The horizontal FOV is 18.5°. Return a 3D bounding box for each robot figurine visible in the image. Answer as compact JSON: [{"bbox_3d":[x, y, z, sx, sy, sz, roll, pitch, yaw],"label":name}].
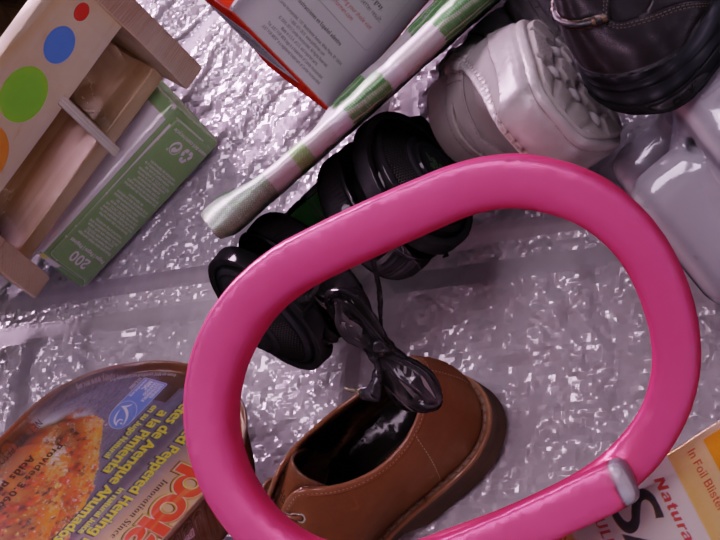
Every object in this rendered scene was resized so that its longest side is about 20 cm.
[{"bbox_3d":[0.197,-0.075,0.875,0.200,0.113,0.170,-39,20,7],"label":"robot figurine"}]

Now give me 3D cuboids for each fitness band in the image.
[{"bbox_3d":[0.029,0.041,0.826,0.199,0.037,0.145,-24,88,11],"label":"fitness band"}]

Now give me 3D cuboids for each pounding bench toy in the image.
[{"bbox_3d":[-0.213,-0.101,1.077,0.199,0.124,0.156,31,82,39],"label":"pounding bench toy"}]

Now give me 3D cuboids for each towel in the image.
[{"bbox_3d":[0.009,-0.087,0.973,0.200,0.153,0.023,-41,93,0],"label":"towel"}]

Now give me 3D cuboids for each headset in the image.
[{"bbox_3d":[0.000,0.000,0.950,0.123,0.094,0.200,-41,10,8],"label":"headset"}]

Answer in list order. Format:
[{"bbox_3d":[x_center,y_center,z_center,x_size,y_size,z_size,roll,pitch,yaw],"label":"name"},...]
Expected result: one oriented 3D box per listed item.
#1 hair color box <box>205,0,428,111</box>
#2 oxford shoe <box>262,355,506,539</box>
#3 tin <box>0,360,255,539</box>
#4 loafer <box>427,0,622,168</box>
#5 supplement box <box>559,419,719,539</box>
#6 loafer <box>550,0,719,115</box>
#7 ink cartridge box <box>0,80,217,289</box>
[{"bbox_3d":[0.011,-0.185,1.036,0.200,0.101,0.061,-50,51,-2],"label":"hair color box"},{"bbox_3d":[-0.028,0.112,0.943,0.200,0.071,0.071,-50,52,1],"label":"oxford shoe"},{"bbox_3d":[-0.122,0.112,0.935,0.111,0.042,0.200,10,40,34],"label":"tin"},{"bbox_3d":[0.065,-0.068,0.933,0.070,0.070,0.200,-39,8,9],"label":"loafer"},{"bbox_3d":[0.107,0.156,0.832,0.199,0.074,0.127,-34,52,11],"label":"supplement box"},{"bbox_3d":[0.138,-0.158,0.848,0.072,0.072,0.201,13,67,40],"label":"loafer"},{"bbox_3d":[-0.186,-0.041,1.137,0.200,0.048,0.146,-47,51,2],"label":"ink cartridge box"}]
